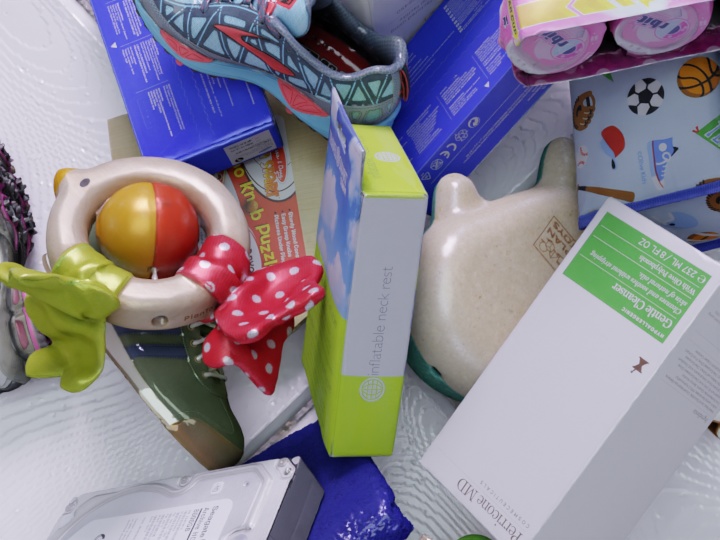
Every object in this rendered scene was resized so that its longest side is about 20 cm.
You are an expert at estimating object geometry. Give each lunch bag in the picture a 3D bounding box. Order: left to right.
[{"bbox_3d":[0.236,-0.112,0.828,0.198,0.123,0.172,-13,69,33],"label":"lunch bag"}]

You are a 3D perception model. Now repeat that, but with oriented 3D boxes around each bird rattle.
[{"bbox_3d":[-0.123,-0.009,0.810,0.198,0.113,0.164,-8,55,-8],"label":"bird rattle"}]

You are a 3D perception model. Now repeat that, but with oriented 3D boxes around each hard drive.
[{"bbox_3d":[-0.129,0.188,0.802,0.198,0.038,0.140,-14,34,31],"label":"hard drive"}]

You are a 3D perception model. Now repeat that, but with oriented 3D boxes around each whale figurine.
[{"bbox_3d":[0.098,0.001,0.884,0.159,0.104,0.200,46,61,-12],"label":"whale figurine"}]

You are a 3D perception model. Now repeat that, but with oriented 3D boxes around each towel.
[{"bbox_3d":[-0.067,0.184,0.838,0.199,0.148,0.050,-34,118,-1],"label":"towel"}]

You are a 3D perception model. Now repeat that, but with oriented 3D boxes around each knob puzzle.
[{"bbox_3d":[-0.074,-0.044,0.938,0.217,0.030,0.222,-2,75,6],"label":"knob puzzle"}]

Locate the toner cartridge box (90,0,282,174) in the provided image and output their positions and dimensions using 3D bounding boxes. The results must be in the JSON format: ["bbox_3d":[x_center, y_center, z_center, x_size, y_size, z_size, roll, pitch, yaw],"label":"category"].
[{"bbox_3d":[-0.133,-0.165,0.930,0.094,0.043,0.202,-20,72,-2],"label":"toner cartridge box"}]

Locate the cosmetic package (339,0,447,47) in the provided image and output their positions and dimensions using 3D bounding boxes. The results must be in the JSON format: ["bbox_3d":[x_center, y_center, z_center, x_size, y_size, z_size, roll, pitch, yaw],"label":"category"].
[{"bbox_3d":[0.010,-0.274,0.918,0.167,0.166,0.200,-40,75,-5],"label":"cosmetic package"}]

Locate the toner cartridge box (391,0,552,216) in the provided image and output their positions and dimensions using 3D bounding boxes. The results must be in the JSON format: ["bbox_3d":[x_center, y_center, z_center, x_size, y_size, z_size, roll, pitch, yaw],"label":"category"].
[{"bbox_3d":[0.081,-0.142,0.879,0.200,0.043,0.095,-47,45,23],"label":"toner cartridge box"}]

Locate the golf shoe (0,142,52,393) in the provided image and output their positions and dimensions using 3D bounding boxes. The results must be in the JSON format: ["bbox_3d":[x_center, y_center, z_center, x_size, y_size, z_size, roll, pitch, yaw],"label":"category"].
[{"bbox_3d":[-0.276,-0.011,0.928,0.091,0.073,0.202,-18,75,3],"label":"golf shoe"}]

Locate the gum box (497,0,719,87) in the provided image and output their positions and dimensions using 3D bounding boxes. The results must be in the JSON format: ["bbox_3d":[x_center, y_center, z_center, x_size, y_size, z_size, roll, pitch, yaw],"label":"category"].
[{"bbox_3d":[0.172,-0.187,0.760,0.198,0.066,0.115,-10,70,7],"label":"gum box"}]

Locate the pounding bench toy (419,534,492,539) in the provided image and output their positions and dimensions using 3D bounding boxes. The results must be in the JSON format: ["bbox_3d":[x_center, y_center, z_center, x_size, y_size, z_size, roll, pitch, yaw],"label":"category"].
[{"bbox_3d":[0.036,0.233,0.808,0.198,0.124,0.157,26,80,12],"label":"pounding bench toy"}]

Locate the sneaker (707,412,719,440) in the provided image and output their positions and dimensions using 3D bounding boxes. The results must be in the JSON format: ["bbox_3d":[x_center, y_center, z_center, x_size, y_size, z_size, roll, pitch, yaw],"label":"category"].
[{"bbox_3d":[0.258,0.061,0.870,0.198,0.073,0.086,-14,105,-4],"label":"sneaker"}]

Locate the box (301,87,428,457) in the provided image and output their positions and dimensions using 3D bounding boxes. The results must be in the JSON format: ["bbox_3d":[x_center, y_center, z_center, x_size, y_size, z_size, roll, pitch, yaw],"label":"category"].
[{"bbox_3d":[0.000,0.000,0.823,0.047,0.122,0.202,2,115,-12],"label":"box"}]

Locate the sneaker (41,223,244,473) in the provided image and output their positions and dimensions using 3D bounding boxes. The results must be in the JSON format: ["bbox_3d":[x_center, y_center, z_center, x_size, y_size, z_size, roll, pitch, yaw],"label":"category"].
[{"bbox_3d":[-0.125,0.033,0.871,0.090,0.067,0.200,-41,72,0],"label":"sneaker"}]

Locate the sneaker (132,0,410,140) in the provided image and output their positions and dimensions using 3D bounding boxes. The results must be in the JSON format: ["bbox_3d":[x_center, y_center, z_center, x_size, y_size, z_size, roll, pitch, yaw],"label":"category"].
[{"bbox_3d":[-0.053,-0.166,0.850,0.198,0.096,0.080,26,59,-6],"label":"sneaker"}]

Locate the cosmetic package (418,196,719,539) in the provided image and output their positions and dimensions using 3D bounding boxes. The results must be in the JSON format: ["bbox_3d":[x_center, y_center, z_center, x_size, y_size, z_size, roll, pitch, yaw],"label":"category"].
[{"bbox_3d":[0.141,0.075,0.776,0.201,0.085,0.107,-54,43,2],"label":"cosmetic package"}]
